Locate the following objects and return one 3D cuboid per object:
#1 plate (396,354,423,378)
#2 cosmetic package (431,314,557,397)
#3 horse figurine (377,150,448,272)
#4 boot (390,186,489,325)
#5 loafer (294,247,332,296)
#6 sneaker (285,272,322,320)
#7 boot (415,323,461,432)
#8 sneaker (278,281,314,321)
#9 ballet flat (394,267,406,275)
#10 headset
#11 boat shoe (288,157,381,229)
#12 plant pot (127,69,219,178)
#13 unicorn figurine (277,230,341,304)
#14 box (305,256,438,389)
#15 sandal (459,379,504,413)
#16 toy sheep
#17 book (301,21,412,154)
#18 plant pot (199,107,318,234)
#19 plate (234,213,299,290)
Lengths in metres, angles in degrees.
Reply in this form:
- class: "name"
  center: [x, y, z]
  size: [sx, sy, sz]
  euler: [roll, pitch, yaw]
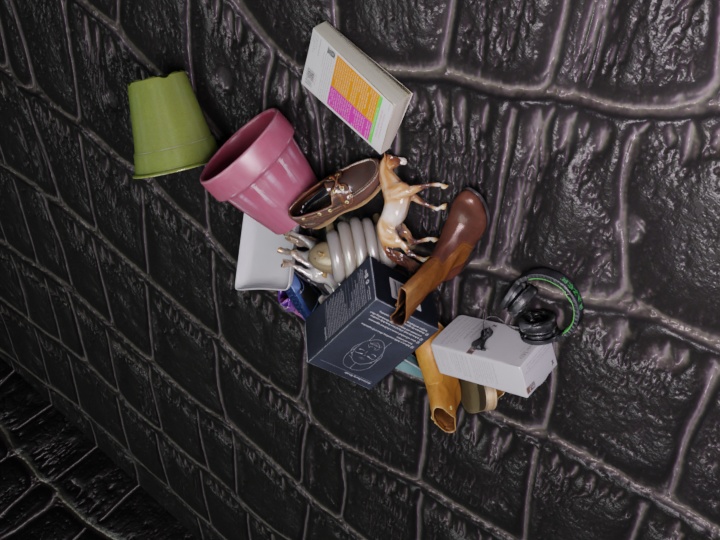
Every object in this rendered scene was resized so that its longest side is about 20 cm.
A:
- class: "plate"
  center: [0.052, 0.163, 1.860]
  size: [0.199, 0.026, 0.200]
  euler: [25, 169, 5]
- class: "cosmetic package"
  center: [0.233, 0.147, 1.631]
  size: [0.199, 0.102, 0.075]
  euler: [9, 129, 44]
- class: "horse figurine"
  center: [0.077, -0.093, 1.601]
  size: [0.131, 0.050, 0.202]
  euler: [16, 110, 15]
- class: "boot"
  center: [0.121, -0.025, 1.517]
  size: [0.068, 0.200, 0.189]
  euler: [39, 144, 16]
- class: "loafer"
  center: [-0.077, 0.001, 1.900]
  size: [0.200, 0.072, 0.063]
  euler: [44, 126, 12]
- class: "sneaker"
  center: [-0.087, 0.073, 1.941]
  size: [0.201, 0.078, 0.070]
  euler: [57, 162, -21]
- class: "boot"
  center: [0.143, 0.195, 1.719]
  size: [0.070, 0.145, 0.202]
  euler: [-15, 128, 19]
- class: "sneaker"
  center: [-0.130, 0.069, 1.994]
  size: [0.080, 0.088, 0.201]
  euler: [-10, 114, 51]
- class: "ballet flat"
  center: [0.000, 0.000, 1.787]
  size: [0.199, 0.068, 0.072]
  euler: [19, 168, 38]
- class: "headset"
  center: [0.271, 0.077, 1.529]
  size: [0.199, 0.094, 0.124]
  euler: [-30, 97, 44]
- class: "boat shoe"
  center: [-0.042, -0.138, 1.651]
  size: [0.199, 0.070, 0.071]
  euler: [-35, 58, 25]
- class: "plant pot"
  center: [-0.398, -0.306, 1.905]
  size: [0.199, 0.199, 0.192]
  euler: [3, 111, 48]
- class: "unicorn figurine"
  center: [-0.088, -0.006, 1.759]
  size: [0.136, 0.201, 0.074]
  euler: [23, 132, -24]
- class: "box"
  center: [0.017, 0.097, 1.653]
  size: [0.148, 0.108, 0.200]
  euler: [27, 126, -30]
- class: "sandal"
  center: [0.239, 0.227, 1.720]
  size: [0.212, 0.069, 0.078]
  euler: [158, 108, -82]
- class: "toy sheep"
  center: [0.003, -0.038, 1.687]
  size: [0.138, 0.198, 0.139]
  euler: [168, 90, -90]
- class: "book"
  center: [-0.014, -0.305, 1.564]
  size: [0.200, 0.048, 0.134]
  euler: [44, 147, 14]
- class: "plant pot"
  center: [-0.174, -0.174, 1.753]
  size: [0.179, 0.201, 0.199]
  euler: [47, 149, -21]
- class: "plate"
  center: [-0.185, -0.056, 1.917]
  size: [0.199, 0.032, 0.202]
  euler: [-1, 79, 50]
